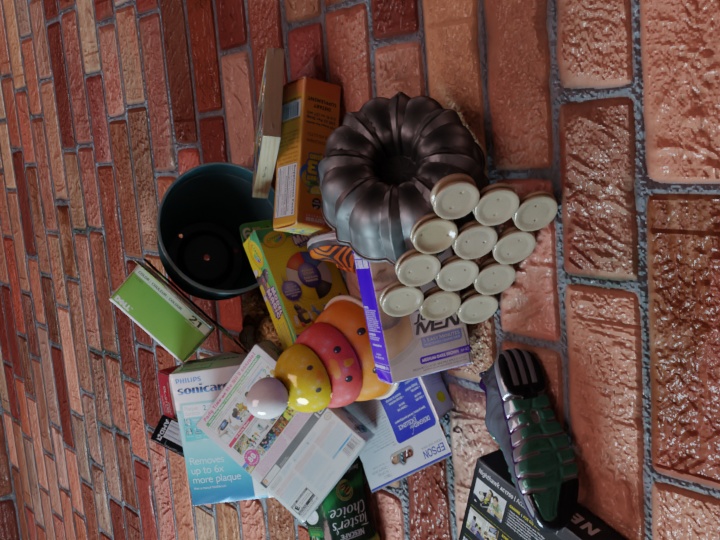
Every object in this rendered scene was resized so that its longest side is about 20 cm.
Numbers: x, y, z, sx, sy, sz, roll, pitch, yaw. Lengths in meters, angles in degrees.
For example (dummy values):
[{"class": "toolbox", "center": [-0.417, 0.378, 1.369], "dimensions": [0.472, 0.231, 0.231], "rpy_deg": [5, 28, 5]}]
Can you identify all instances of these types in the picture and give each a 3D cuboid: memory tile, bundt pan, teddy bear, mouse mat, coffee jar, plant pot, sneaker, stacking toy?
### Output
[{"class": "memory tile", "center": [0.114, -0.017, 0.959], "dimensions": [0.017, 0.151, 0.201], "rpy_deg": [-108, 32, -42]}, {"class": "bundt pan", "center": [0.043, -0.111, 0.981], "dimensions": [0.203, 0.200, 0.076], "rpy_deg": [60, 179, 23]}, {"class": "teddy bear", "center": [-0.130, 0.103, 1.354], "dimensions": [0.199, 0.067, 0.146], "rpy_deg": [23, 154, 41]}, {"class": "mouse mat", "center": [-0.254, 0.059, 1.379], "dimensions": [0.199, 0.008, 0.161], "rpy_deg": [40, 171, 5]}, {"class": "coffee jar", "center": [-0.036, 0.348, 1.288], "dimensions": [0.085, 0.103, 0.203], "rpy_deg": [-17, 87, 53]}, {"class": "plant pot", "center": [-0.229, -0.040, 1.378], "dimensions": [0.188, 0.198, 0.203], "rpy_deg": [-38, 69, 65]}, {"class": "sneaker", "center": [0.183, 0.194, 0.989], "dimensions": [0.088, 0.073, 0.203], "rpy_deg": [129, 136, -58]}, {"class": "sneaker", "center": [0.000, 0.000, 1.169], "dimensions": [0.199, 0.077, 0.114], "rpy_deg": [-5, 95, 53]}, {"class": "stacking toy", "center": [-0.057, 0.132, 1.101], "dimensions": [0.145, 0.199, 0.148], "rpy_deg": [29, 132, 37]}]

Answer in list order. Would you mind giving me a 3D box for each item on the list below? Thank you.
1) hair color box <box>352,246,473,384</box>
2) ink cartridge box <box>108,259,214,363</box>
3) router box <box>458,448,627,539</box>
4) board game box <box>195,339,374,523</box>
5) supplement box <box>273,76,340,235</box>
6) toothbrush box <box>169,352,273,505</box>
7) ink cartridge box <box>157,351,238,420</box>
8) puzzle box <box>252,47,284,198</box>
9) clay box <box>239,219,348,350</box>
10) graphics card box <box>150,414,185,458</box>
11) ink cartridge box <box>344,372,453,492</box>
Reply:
[{"class": "hair color box", "center": [0.059, 0.024, 1.059], "dimensions": [0.065, 0.108, 0.203], "rpy_deg": [174, 84, -74]}, {"class": "ink cartridge box", "center": [-0.292, 0.062, 1.294], "dimensions": [0.148, 0.076, 0.200], "rpy_deg": [42, 172, -4]}, {"class": "router box", "center": [0.203, 0.323, 1.009], "dimensions": [0.199, 0.051, 0.151], "rpy_deg": [33, 122, 44]}, {"class": "board game box", "center": [-0.102, 0.216, 1.201], "dimensions": [0.199, 0.064, 0.148], "rpy_deg": [40, 100, 9]}, {"class": "supplement box", "center": [-0.072, -0.152, 1.193], "dimensions": [0.068, 0.066, 0.203], "rpy_deg": [-2, 83, 53]}, {"class": "toothbrush box", "center": [-0.185, 0.230, 1.302], "dimensions": [0.085, 0.144, 0.203], "rpy_deg": [-48, -49, -80]}, {"class": "ink cartridge box", "center": [-0.226, 0.202, 1.465], "dimensions": [0.199, 0.144, 0.084], "rpy_deg": [6, 104, 52]}, {"class": "puzzle box", "center": [-0.131, -0.202, 1.238], "dimensions": [0.200, 0.025, 0.135], "rpy_deg": [119, 153, -68]}, {"class": "clay box", "center": [-0.088, 0.008, 1.256], "dimensions": [0.048, 0.114, 0.202], "rpy_deg": [-39, 69, 49]}, {"class": "graphics card box", "center": [-0.241, 0.310, 1.470], "dimensions": [0.198, 0.051, 0.126], "rpy_deg": [21, 165, 12]}, {"class": "ink cartridge box", "center": [0.041, 0.175, 1.193], "dimensions": [0.197, 0.047, 0.202], "rpy_deg": [-39, 70, 49]}]
